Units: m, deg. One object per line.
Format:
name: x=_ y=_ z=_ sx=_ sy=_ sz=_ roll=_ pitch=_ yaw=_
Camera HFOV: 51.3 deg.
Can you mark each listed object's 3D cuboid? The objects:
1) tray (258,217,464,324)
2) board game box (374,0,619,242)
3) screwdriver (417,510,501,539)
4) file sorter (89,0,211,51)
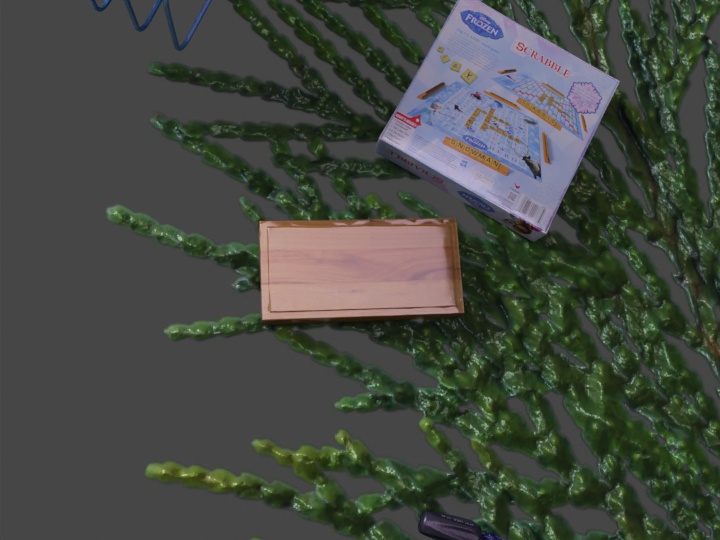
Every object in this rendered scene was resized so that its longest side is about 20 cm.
tray: x=0.000 y=0.000 z=0.750 sx=0.199 sy=0.037 sz=0.099 roll=-1 pitch=79 yaw=-10
board game box: x=0.147 y=-0.165 z=0.803 sx=0.200 sy=0.041 sz=0.200 roll=30 pitch=76 yaw=-1
screwdriver: x=0.150 y=0.269 z=0.724 sx=0.199 sy=0.029 sz=0.028 roll=19 pitch=76 yaw=-8
file sorter: x=-0.240 y=-0.326 z=0.732 sx=0.199 sy=0.139 sz=0.123 roll=25 pitch=80 yaw=-3
